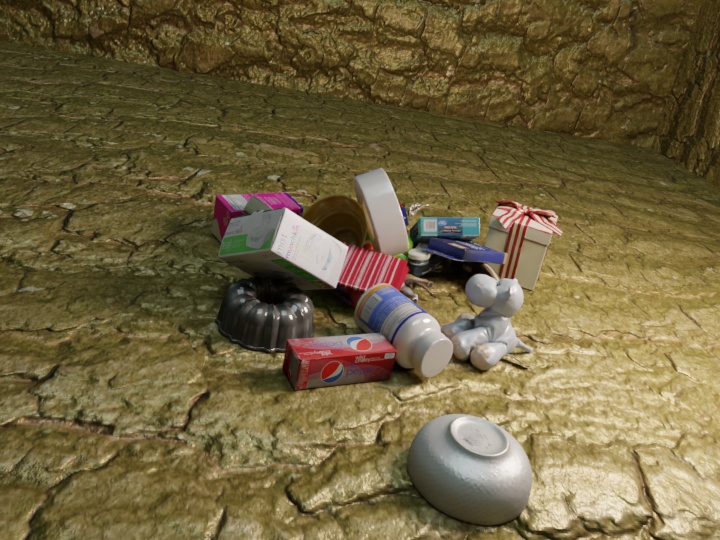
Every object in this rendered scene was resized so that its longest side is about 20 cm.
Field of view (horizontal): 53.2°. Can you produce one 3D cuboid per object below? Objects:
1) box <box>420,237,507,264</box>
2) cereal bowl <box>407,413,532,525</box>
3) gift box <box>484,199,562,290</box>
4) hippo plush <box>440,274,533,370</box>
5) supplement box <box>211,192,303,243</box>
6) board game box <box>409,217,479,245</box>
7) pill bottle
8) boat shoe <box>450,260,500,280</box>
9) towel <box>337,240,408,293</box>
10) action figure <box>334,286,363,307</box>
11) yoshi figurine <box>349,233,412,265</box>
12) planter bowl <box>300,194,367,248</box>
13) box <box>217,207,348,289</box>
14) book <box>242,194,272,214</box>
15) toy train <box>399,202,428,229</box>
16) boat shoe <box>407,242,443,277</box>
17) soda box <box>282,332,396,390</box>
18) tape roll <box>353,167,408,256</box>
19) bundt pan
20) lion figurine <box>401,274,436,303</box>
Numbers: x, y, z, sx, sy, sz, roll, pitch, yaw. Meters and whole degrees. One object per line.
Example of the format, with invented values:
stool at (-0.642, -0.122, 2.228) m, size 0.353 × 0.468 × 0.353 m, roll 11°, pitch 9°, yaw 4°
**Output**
box at (0.252, -0.049, 1.754) m, size 0.197 × 0.033 × 0.120 m, roll 2°, pitch 15°, yaw -42°
cereal bowl at (0.174, 0.287, 1.108) m, size 0.196 × 0.085 × 0.201 m, roll 11°, pitch 25°, yaw -5°
gift box at (0.416, -0.074, 1.866) m, size 0.181 × 0.190 × 0.200 m, roll 16°, pitch 23°, yaw 10°
hippo plush at (0.269, 0.099, 1.457) m, size 0.196 × 0.164 × 0.159 m, roll 17°, pitch 24°, yaw 12°
supplement box at (-0.252, -0.123, 1.759) m, size 0.197 × 0.103 × 0.103 m, roll -6°, pitch 31°, yaw -33°
board game box at (0.213, -0.098, 1.855) m, size 0.148 × 0.048 × 0.200 m, roll 0°, pitch -6°, yaw -3°
pill bottle at (0.085, 0.117, 1.391) m, size 0.111 × 0.114 × 0.199 m, roll -8°, pitch 32°, yaw -38°
boat shoe at (0.305, 0.010, 1.776) m, size 0.074 × 0.076 × 0.203 m, roll 5°, pitch 24°, yaw -29°
towel at (0.000, 0.000, 1.556) m, size 0.196 × 0.023 × 0.145 m, roll 17°, pitch 38°, yaw 6°
action figure at (-0.043, 0.026, 1.578) m, size 0.198 × 0.066 × 0.052 m, roll 32°, pitch 8°, yaw 22°
yoshi figurine at (0.051, -0.080, 1.801) m, size 0.199 × 0.113 × 0.112 m, roll 35°, pitch 9°, yaw 10°
planter bowl at (-0.057, -0.069, 1.705) m, size 0.199 × 0.202 × 0.083 m, roll 29°, pitch -7°, yaw 33°
box at (-0.157, -0.040, 1.452) m, size 0.175 × 0.098 × 0.198 m, roll 30°, pitch -22°, yaw -37°
book at (-0.173, -0.100, 1.610) m, size 0.133 × 0.049 × 0.199 m, roll 33°, pitch -1°, yaw -29°
toy train at (0.079, -0.141, 1.936) m, size 0.198 × 0.086 × 0.115 m, roll -25°, pitch 18°, yaw -33°
boat shoe at (0.169, -0.027, 1.794) m, size 0.073 × 0.063 × 0.200 m, roll 11°, pitch 15°, yaw 18°
soda box at (-0.037, 0.161, 1.299) m, size 0.196 × 0.065 × 0.070 m, roll -1°, pitch 27°, yaw -28°
tape roll at (0.046, -0.130, 1.661) m, size 0.070 × 0.205 × 0.203 m, roll -19°, pitch 29°, yaw -3°
bundt pan at (-0.180, 0.074, 1.404) m, size 0.198 × 0.077 × 0.203 m, roll 11°, pitch 24°, yaw -5°
lion figurine at (0.070, 0.029, 1.645) m, size 0.197 × 0.074 × 0.122 m, roll 13°, pitch 10°, yaw -35°
